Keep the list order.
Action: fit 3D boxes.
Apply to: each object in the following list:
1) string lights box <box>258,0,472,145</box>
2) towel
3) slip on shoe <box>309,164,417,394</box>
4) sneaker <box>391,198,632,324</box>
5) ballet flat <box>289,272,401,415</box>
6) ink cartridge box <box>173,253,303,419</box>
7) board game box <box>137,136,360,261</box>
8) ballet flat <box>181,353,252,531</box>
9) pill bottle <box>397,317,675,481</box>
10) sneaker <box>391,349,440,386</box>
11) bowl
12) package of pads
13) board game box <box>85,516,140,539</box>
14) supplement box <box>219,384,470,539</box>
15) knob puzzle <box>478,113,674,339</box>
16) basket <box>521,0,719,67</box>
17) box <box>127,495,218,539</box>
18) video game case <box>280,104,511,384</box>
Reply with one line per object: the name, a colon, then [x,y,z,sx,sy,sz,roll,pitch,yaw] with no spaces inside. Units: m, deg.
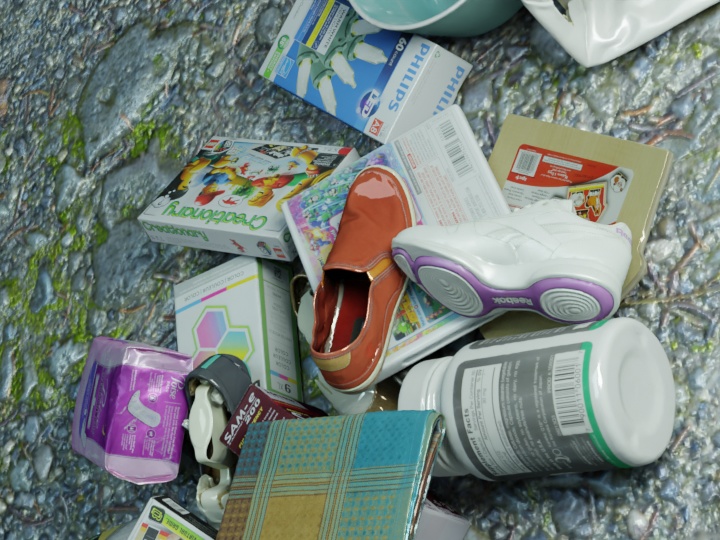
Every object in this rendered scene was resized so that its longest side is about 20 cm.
string lights box: [0.002,-0.186,1.656,0.200,0.059,0.103,32,96,44]
towel: [-0.029,0.180,1.393,0.199,0.022,0.148,-8,54,39]
slip on shoe: [0.000,0.000,1.461,0.074,0.061,0.201,-1,64,28]
sneaker: [0.123,-0.012,1.415,0.199,0.075,0.100,9,52,25]
ballet flat: [-0.016,0.075,1.560,0.068,0.072,0.201,-41,51,23]
ink cartridge box: [-0.112,0.094,1.646,0.103,0.059,0.201,-23,59,31]
board game box: [-0.104,-0.070,1.684,0.199,0.035,0.126,8,48,43]
ballet flat: [-0.122,0.175,1.569,0.073,0.073,0.202,-5,93,40]
pill bottle: [0.134,0.105,1.386,0.199,0.113,0.114,-11,66,39]
sneaker: [0.042,0.015,1.531,0.088,0.074,0.201,-38,52,26]
bowl: [0.090,-0.290,1.588,0.200,0.105,0.202,-17,62,37]
package of pads: [-0.215,0.128,1.659,0.200,0.075,0.122,-177,96,-72]
board game box: [-0.280,0.307,1.675,0.199,0.035,0.136,-26,17,32]
supplement box: [-0.015,0.176,1.487,0.200,0.109,0.061,33,95,40]
knob puzzle: [0.159,-0.018,1.470,0.219,0.030,0.221,-17,63,36]
basket: [0.224,-0.281,1.434,0.199,0.135,0.124,-29,53,22]
box: [-0.121,0.293,1.531,0.199,0.035,0.111,31,95,15]
video game case: [0.040,-0.022,1.503,0.181,0.024,0.201,-29,56,10]
